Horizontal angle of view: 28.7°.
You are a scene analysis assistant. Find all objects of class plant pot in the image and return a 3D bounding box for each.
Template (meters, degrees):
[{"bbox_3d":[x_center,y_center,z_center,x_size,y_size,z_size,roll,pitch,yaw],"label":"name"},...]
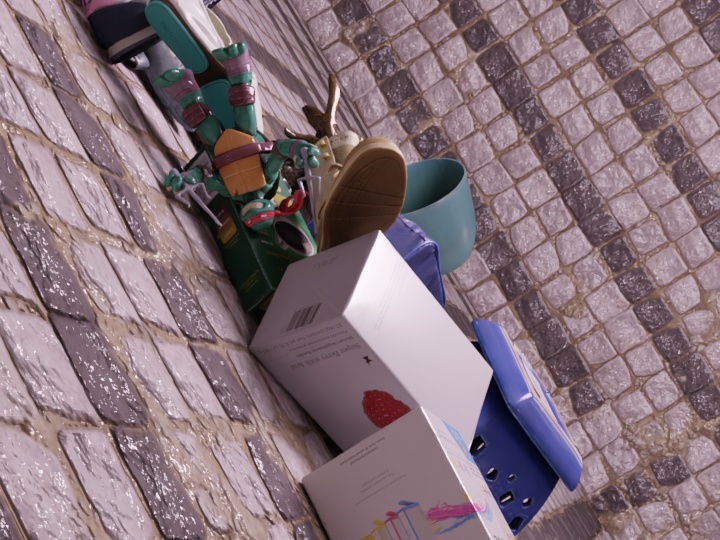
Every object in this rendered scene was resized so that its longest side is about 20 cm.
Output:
[{"bbox_3d":[0.120,-0.084,2.562,0.201,0.200,0.162,-106,175,-63],"label":"plant pot"},{"bbox_3d":[0.145,0.192,1.690,0.200,0.179,0.200,51,11,-33],"label":"plant pot"}]

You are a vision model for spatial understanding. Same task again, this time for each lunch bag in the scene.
[{"bbox_3d":[0.000,0.000,1.555,0.132,0.136,0.200,43,-19,28],"label":"lunch bag"}]

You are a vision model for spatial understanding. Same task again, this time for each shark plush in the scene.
[{"bbox_3d":[-0.226,-0.243,1.504,0.200,0.090,0.084,57,37,-39],"label":"shark plush"}]

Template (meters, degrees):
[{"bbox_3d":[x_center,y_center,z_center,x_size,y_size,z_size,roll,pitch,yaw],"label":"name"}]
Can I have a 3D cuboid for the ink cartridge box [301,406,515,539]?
[{"bbox_3d":[0.062,0.242,1.199,0.201,0.125,0.129,61,8,24],"label":"ink cartridge box"}]

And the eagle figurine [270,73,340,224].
[{"bbox_3d":[-0.046,-0.102,1.629,0.151,0.152,0.200,34,-26,5],"label":"eagle figurine"}]

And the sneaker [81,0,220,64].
[{"bbox_3d":[-0.205,-0.291,1.468,0.082,0.070,0.200,56,47,-7],"label":"sneaker"}]

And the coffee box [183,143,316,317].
[{"bbox_3d":[-0.099,-0.032,1.440,0.123,0.044,0.201,18,36,-50],"label":"coffee box"}]

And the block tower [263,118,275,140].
[{"bbox_3d":[-0.148,-0.181,1.761,0.058,0.054,0.201,47,14,-56],"label":"block tower"}]

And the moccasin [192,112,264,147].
[{"bbox_3d":[-0.159,-0.184,1.617,0.202,0.077,0.074,65,7,30],"label":"moccasin"}]

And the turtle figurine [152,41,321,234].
[{"bbox_3d":[-0.120,-0.110,1.364,0.101,0.149,0.201,122,-53,-83],"label":"turtle figurine"}]

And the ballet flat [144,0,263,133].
[{"bbox_3d":[-0.143,-0.206,1.430,0.201,0.069,0.069,59,7,-20],"label":"ballet flat"}]

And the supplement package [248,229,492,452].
[{"bbox_3d":[0.014,0.085,1.332,0.200,0.121,0.120,49,40,-25],"label":"supplement package"}]

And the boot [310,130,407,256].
[{"bbox_3d":[-0.008,-0.090,1.378,0.201,0.072,0.156,106,-16,-47],"label":"boot"}]
